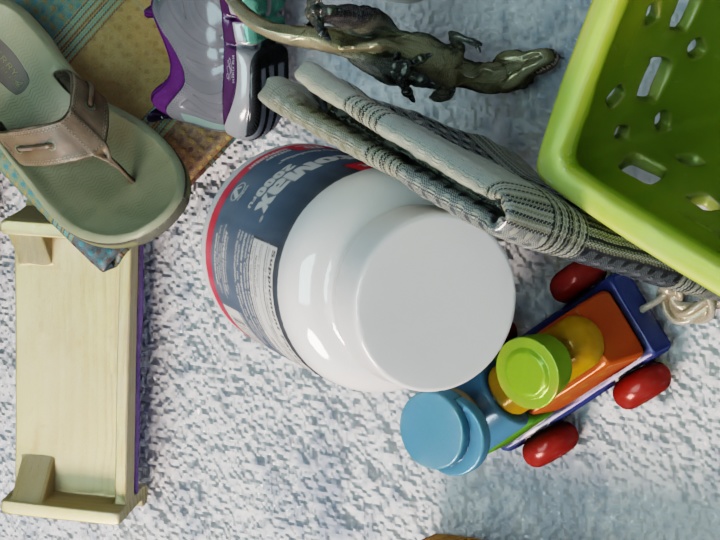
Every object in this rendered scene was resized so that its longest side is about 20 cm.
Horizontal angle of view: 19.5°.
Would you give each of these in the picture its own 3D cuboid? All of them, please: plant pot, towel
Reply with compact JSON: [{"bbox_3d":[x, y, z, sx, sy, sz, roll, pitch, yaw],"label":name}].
[{"bbox_3d":[0.229,-0.095,0.959,0.198,0.181,0.201,33,117,25],"label":"plant pot"},{"bbox_3d":[0.069,-0.047,1.050,0.200,0.192,0.035,31,102,44],"label":"towel"},{"bbox_3d":[-0.172,-0.114,1.287,0.147,0.022,0.200,-46,72,-2],"label":"towel"}]

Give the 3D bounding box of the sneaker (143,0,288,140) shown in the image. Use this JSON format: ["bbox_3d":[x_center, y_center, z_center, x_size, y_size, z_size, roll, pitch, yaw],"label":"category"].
[{"bbox_3d":[-0.088,-0.178,1.213,0.087,0.074,0.202,7,101,20],"label":"sneaker"}]

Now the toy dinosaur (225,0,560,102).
[{"bbox_3d":[0.006,-0.122,1.126,0.199,0.088,0.048,16,96,3],"label":"toy dinosaur"}]

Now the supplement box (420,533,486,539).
[{"bbox_3d":[0.110,0.195,1.173,0.199,0.069,0.067,5,102,32],"label":"supplement box"}]

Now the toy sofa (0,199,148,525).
[{"bbox_3d":[-0.176,0.054,1.340,0.082,0.098,0.202,4,103,10],"label":"toy sofa"}]

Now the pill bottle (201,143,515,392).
[{"bbox_3d":[0.000,0.000,1.123,0.200,0.119,0.121,-159,64,-65],"label":"pill bottle"}]

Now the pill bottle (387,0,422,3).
[{"bbox_3d":[0.038,-0.248,1.098,0.114,0.114,0.201,39,119,22],"label":"pill bottle"}]

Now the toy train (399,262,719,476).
[{"bbox_3d":[0.115,0.039,1.105,0.200,0.115,0.085,-37,79,34],"label":"toy train"}]

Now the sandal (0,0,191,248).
[{"bbox_3d":[-0.184,-0.088,1.241,0.201,0.057,0.080,43,87,18],"label":"sandal"}]
